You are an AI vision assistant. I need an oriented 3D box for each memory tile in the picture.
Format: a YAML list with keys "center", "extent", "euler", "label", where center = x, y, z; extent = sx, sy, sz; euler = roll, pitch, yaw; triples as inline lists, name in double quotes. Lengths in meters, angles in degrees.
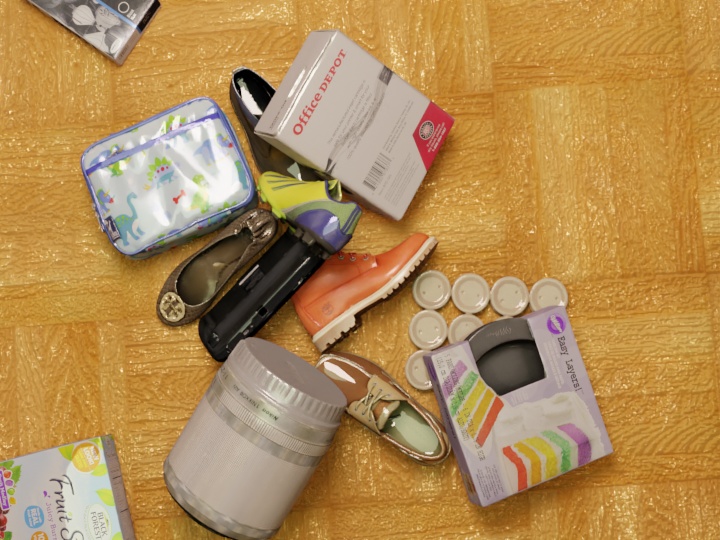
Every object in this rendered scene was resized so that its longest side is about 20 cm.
- center: [0.157, 0.081, 1.428]
  extent: [0.197, 0.017, 0.156]
  euler: [4, 85, 1]
  label: "memory tile"

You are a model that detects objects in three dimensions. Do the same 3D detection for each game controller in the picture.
- center: [-0.120, 0.024, 1.402]
  extent: [0.200, 0.104, 0.042]
  euler: [-46, 113, -2]
  label: "game controller"

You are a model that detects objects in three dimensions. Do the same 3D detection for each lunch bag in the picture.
- center: [-0.239, -0.115, 1.424]
  extent: [0.198, 0.082, 0.163]
  euler: [-22, 82, -1]
  label: "lunch bag"

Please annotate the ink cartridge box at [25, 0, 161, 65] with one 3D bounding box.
- center: [-0.364, -0.361, 1.468]
  extent: [0.199, 0.039, 0.100]
  euler: [33, 88, 5]
  label: "ink cartridge box"

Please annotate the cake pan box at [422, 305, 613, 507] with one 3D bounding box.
- center: [0.189, 0.157, 1.377]
  extent: [0.182, 0.052, 0.202]
  euler: [-18, 91, -13]
  label: "cake pan box"

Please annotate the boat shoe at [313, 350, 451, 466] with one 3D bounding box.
- center: [0.030, 0.166, 1.395]
  extent: [0.199, 0.074, 0.076]
  euler: [33, 87, 4]
  label: "boat shoe"

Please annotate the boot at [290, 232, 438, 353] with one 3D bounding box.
- center: [0.000, 0.000, 1.413]
  extent: [0.199, 0.075, 0.108]
  euler: [-37, 80, -1]
  label: "boot"

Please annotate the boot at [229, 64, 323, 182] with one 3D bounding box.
- center: [-0.107, -0.163, 1.414]
  extent: [0.074, 0.097, 0.201]
  euler: [-33, 85, -2]
  label: "boot"

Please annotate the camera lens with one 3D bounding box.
- center: [-0.125, 0.202, 1.340]
  extent: [0.159, 0.160, 0.201]
  euler: [32, 98, 4]
  label: "camera lens"

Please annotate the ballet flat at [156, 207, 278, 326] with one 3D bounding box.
- center: [-0.181, -0.004, 1.416]
  extent: [0.199, 0.046, 0.068]
  euler: [-40, 89, 10]
  label: "ballet flat"

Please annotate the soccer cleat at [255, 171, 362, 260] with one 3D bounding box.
- center: [-0.059, -0.080, 1.352]
  extent: [0.084, 0.200, 0.065]
  euler: [-48, 126, -2]
  label: "soccer cleat"

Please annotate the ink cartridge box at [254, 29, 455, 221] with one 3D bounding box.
- center: [-0.007, -0.175, 1.375]
  extent: [0.199, 0.083, 0.146]
  euler: [32, 86, -28]
  label: "ink cartridge box"

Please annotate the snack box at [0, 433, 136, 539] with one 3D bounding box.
- center: [-0.367, 0.319, 1.396]
  extent: [0.166, 0.068, 0.203]
  euler: [-13, 86, 1]
  label: "snack box"
